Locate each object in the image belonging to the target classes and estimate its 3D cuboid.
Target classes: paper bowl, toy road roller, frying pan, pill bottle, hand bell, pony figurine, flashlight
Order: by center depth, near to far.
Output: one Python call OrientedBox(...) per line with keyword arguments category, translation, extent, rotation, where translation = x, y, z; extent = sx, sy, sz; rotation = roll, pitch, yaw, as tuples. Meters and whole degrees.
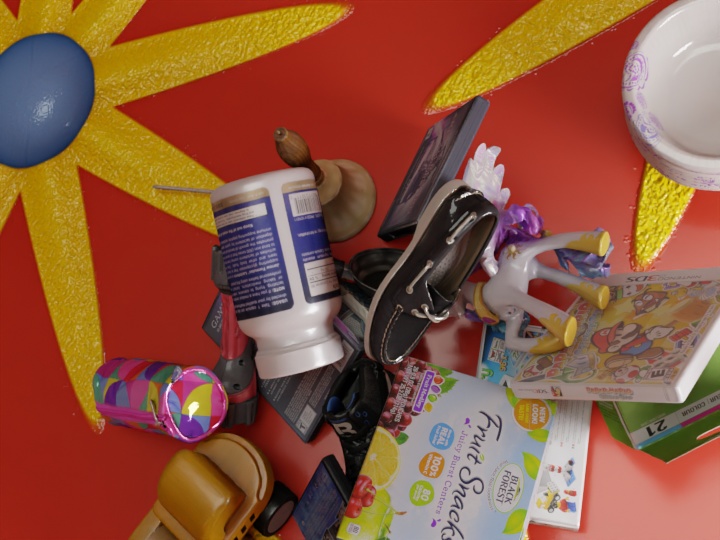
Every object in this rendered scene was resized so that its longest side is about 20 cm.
OrientedBox(category="pony figurine", translation=(0.156, -0.007, 1.071), extent=(0.197, 0.167, 0.195), rotation=(10, 63, 37))
OrientedBox(category="pill bottle", translation=(-0.083, 0.003, 1.096), extent=(0.113, 0.116, 0.204), rotation=(-12, 90, 13))
OrientedBox(category="paper bowl", translation=(0.380, -0.184, 1.112), extent=(0.196, 0.104, 0.205), rotation=(-5, 74, 16))
OrientedBox(category="toy road roller", translation=(-0.176, 0.270, 1.133), extent=(0.122, 0.146, 0.201), rotation=(36, 87, 23))
OrientedBox(category="frying pan", translation=(0.007, 0.008, 1.159), extent=(0.186, 0.031, 0.115), rotation=(-2, 29, -20))
OrientedBox(category="hand bell", translation=(-0.056, -0.111, 1.177), extent=(0.102, 0.200, 0.106), rotation=(-4, 73, 15))
OrientedBox(category="flashlight", translation=(-0.146, 0.072, 1.180), extent=(0.068, 0.067, 0.204), rotation=(-148, 57, -60))

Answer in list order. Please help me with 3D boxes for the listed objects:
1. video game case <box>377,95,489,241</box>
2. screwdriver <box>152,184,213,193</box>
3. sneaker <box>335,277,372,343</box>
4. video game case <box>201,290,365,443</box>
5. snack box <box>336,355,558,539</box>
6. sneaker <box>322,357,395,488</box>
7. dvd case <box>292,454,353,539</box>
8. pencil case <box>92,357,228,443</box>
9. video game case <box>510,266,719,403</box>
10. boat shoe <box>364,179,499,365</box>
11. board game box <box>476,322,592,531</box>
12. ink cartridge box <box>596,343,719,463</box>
OrientedBox(category="video game case", translation=(0.075, -0.105, 1.138), extent=(0.019, 0.200, 0.145), rotation=(27, 84, -7))
OrientedBox(category="screwdriver", translation=(-0.174, -0.098, 1.300), extent=(0.196, 0.029, 0.028), rotation=(8, 76, 14))
OrientedBox(category="sneaker", translation=(-0.022, 0.053, 1.196), extent=(0.199, 0.077, 0.088), rotation=(34, 108, 31))
OrientedBox(category="video game case", translation=(-0.092, 0.076, 1.197), extent=(0.200, 0.019, 0.144), rotation=(44, 121, 25))
OrientedBox(category="snack box", translation=(0.088, 0.204, 1.018), extent=(0.166, 0.068, 0.202), rotation=(16, 61, 14))
OrientedBox(category="sneaker", translation=(-0.004, 0.194, 1.102), extent=(0.072, 0.112, 0.204), rotation=(-10, 63, 30))
OrientedBox(category="dvd case", translation=(-0.003, 0.307, 1.082), extent=(0.017, 0.144, 0.202), rotation=(-18, 63, -30))
OrientedBox(category="pencil case", translation=(-0.231, 0.142, 1.176), extent=(0.198, 0.087, 0.090), rotation=(-2, 70, 53))
OrientedBox(category="video game case", translation=(0.266, 0.059, 1.019), extent=(0.180, 0.023, 0.200), rotation=(-5, 29, 45))
OrientedBox(category="boat shoe", translation=(0.070, 0.013, 1.022), extent=(0.060, 0.073, 0.202), rotation=(39, 105, 39))
OrientedBox(category="board game box", translation=(0.177, 0.159, 1.096), extent=(0.124, 0.035, 0.204), rotation=(8, 72, 11))
OrientedBox(category="ink cartridge box", translation=(0.309, 0.106, 0.983), extent=(0.146, 0.200, 0.077), rotation=(-26, 87, 0))
